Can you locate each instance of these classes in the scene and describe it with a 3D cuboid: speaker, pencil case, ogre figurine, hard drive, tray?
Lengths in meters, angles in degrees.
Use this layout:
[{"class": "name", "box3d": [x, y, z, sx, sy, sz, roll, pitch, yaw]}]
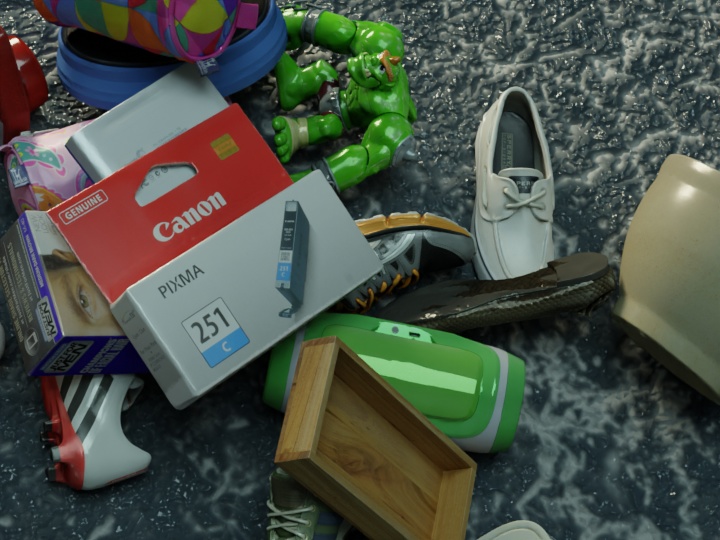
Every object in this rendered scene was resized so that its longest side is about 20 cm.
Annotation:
[{"class": "speaker", "box3d": [0.026, 0.087, 1.416, 0.198, 0.089, 0.089, 12, 59, -3]}, {"class": "pencil case", "box3d": [-0.199, -0.097, 1.484, 0.198, 0.088, 0.088, -22, 66, -20]}, {"class": "ogre figurine", "box3d": [-0.015, -0.149, 1.544, 0.118, 0.099, 0.201, -8, 41, 5]}, {"class": "hard drive", "box3d": [-0.118, -0.051, 1.393, 0.132, 0.025, 0.201, -37, 89, -34]}, {"class": "pencil case", "box3d": [-0.178, -0.218, 1.433, 0.199, 0.089, 0.088, 21, 53, 40]}, {"class": "tray", "box3d": [0.015, 0.143, 1.333, 0.037, 0.200, 0.099, -12, 51, 35]}]

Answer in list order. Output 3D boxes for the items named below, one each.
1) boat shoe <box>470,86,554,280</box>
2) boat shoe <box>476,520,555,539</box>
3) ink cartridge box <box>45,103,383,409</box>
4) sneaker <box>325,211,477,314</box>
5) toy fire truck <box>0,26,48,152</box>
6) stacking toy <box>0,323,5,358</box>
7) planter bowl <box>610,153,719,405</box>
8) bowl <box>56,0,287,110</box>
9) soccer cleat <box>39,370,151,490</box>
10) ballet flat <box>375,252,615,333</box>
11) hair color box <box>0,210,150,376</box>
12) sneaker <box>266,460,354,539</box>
[{"class": "boat shoe", "box3d": [0.135, -0.063, 1.531, 0.071, 0.066, 0.202, 7, 60, -6]}, {"class": "boat shoe", "box3d": [0.060, 0.249, 1.321, 0.199, 0.062, 0.075, -32, 52, 6]}, {"class": "ink cartridge box", "box3d": [-0.106, -0.022, 1.345, 0.199, 0.045, 0.177, -34, 89, -34]}, {"class": "sneaker", "box3d": [0.000, 0.000, 1.475, 0.198, 0.078, 0.078, -6, 75, -9]}, {"class": "toy fire truck", "box3d": [-0.338, -0.198, 1.470, 0.112, 0.168, 0.200, -32, 69, -24]}, {"class": "stacking toy", "box3d": [-0.334, 0.098, 1.347, 0.145, 0.147, 0.200, 29, 41, 8]}, {"class": "planter bowl", "box3d": [0.286, 0.021, 1.452, 0.200, 0.200, 0.135, 39, 88, 14]}, {"class": "bowl", "box3d": [-0.161, -0.200, 1.522, 0.198, 0.040, 0.201, -6, 35, 4]}, {"class": "soccer cleat", "box3d": [-0.214, 0.074, 1.399, 0.084, 0.069, 0.202, -4, 64, -22]}, {"class": "ballet flat", "box3d": [0.111, 0.031, 1.465, 0.198, 0.047, 0.068, -13, 27, 4]}, {"class": "hair color box", "box3d": [-0.173, 0.018, 1.384, 0.199, 0.065, 0.110, 0, 59, -41]}, {"class": "sneaker", "box3d": [-0.049, 0.186, 1.334, 0.067, 0.090, 0.201, 6, 50, 32]}]
